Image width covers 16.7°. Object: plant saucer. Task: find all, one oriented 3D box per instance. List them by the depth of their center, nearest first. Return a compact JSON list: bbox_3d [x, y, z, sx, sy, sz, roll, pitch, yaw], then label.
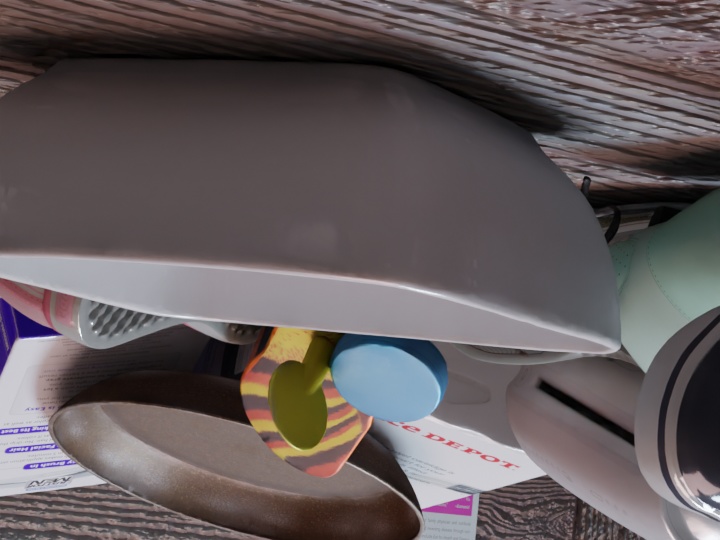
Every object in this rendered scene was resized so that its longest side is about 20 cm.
[{"bbox_3d":[-0.061,0.096,1.262,0.200,0.032,0.200,13,158,5],"label":"plant saucer"}]

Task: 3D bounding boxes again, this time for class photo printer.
[{"bbox_3d":[0.165,0.102,1.102,0.200,0.070,0.166,31,180,-26],"label":"photo printer"}]

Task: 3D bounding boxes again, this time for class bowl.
[{"bbox_3d":[-0.024,-0.022,0.822,0.199,0.075,0.200,3,175,27],"label":"bowl"}]

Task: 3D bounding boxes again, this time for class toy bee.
[{"bbox_3d":[0.000,0.000,0.989,0.109,0.200,0.131,35,-155,-12],"label":"toy bee"}]

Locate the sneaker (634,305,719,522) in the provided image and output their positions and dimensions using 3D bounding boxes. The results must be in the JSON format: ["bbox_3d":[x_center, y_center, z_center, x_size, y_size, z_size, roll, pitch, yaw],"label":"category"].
[{"bbox_3d":[0.182,0.043,0.787,0.200,0.079,0.079,-4,-172,-35],"label":"sneaker"}]

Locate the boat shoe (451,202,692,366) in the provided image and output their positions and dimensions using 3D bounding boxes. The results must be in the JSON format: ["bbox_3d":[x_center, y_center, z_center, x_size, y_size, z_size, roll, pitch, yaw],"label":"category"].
[{"bbox_3d":[0.121,0.003,1.008,0.202,0.075,0.065,-2,-153,40],"label":"boat shoe"}]

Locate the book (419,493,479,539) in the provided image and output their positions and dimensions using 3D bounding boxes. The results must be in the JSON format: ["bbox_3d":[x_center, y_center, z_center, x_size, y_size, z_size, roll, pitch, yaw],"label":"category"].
[{"bbox_3d":[0.022,0.106,1.458,0.048,0.200,0.134,0,171,45],"label":"book"}]

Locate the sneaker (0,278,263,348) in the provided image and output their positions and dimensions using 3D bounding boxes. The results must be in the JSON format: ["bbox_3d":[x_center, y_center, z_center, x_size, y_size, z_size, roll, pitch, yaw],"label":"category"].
[{"bbox_3d":[-0.097,-0.018,1.012,0.105,0.075,0.200,24,-167,24],"label":"sneaker"}]

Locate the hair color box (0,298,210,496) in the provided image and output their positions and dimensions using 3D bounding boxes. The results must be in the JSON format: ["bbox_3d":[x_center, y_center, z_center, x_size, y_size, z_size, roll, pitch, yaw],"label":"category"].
[{"bbox_3d":[-0.155,0.051,1.308,0.109,0.065,0.200,-5,151,-23],"label":"hair color box"}]

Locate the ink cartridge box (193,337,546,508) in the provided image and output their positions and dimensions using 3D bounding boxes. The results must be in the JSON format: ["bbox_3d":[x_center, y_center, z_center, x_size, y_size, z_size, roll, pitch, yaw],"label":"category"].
[{"bbox_3d":[0.006,0.060,1.290,0.145,0.084,0.200,22,158,-21],"label":"ink cartridge box"}]

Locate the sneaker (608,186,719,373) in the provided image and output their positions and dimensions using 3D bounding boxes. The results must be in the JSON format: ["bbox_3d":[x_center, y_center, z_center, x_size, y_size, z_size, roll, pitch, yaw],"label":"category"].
[{"bbox_3d":[0.181,0.028,0.917,0.200,0.074,0.118,32,153,-24],"label":"sneaker"}]
